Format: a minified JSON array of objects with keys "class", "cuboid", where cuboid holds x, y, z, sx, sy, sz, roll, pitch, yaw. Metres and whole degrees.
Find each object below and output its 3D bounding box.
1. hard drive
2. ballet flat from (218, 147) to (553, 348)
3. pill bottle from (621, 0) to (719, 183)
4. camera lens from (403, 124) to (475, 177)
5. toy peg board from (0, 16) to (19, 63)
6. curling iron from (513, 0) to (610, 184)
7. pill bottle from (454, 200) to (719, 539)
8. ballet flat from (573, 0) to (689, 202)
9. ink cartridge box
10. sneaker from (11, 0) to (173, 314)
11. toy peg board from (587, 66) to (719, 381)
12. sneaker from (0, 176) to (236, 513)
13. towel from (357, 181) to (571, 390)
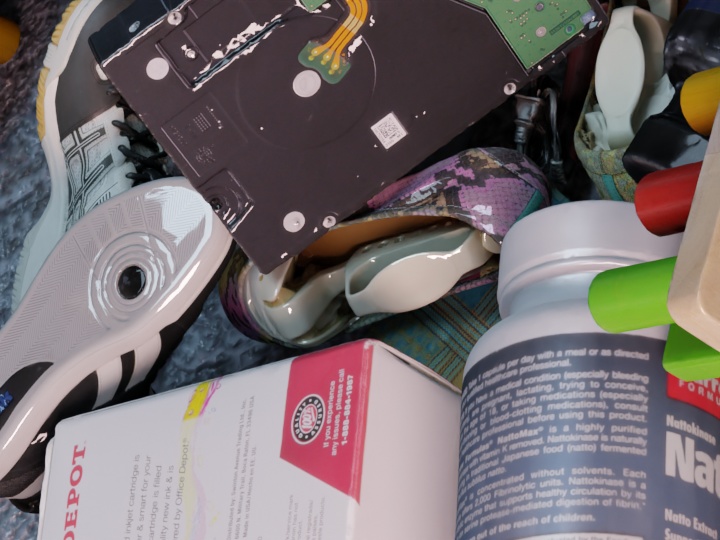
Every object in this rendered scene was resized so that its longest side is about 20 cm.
[{"class":"hard drive","cuboid":[-0.004,-0.109,1.301,0.200,0.140,0.038,-36,32,4]},{"class":"ballet flat","cuboid":[0.000,0.000,1.347,0.199,0.069,0.071,-21,24,35]},{"class":"pill bottle","cuboid":[0.202,-0.107,1.256,0.112,0.112,0.201,28,82,46]},{"class":"camera lens","cuboid":[-0.029,-0.143,1.436,0.159,0.160,0.201,-31,46,20]},{"class":"toy peg board","cuboid":[-0.259,-0.169,1.706,0.199,0.098,0.200,14,86,45]},{"class":"curling iron","cuboid":[0.110,-0.121,1.388,0.025,0.050,0.201,5,51,22]},{"class":"pill bottle","cuboid":[0.099,0.079,1.200,0.119,0.119,0.201,-15,57,32]},{"class":"ballet flat","cuboid":[0.138,-0.117,1.349,0.070,0.071,0.201,-9,57,35]},{"class":"ink cartridge box","cuboid":[-0.051,0.128,1.304,0.199,0.085,0.149,-16,58,40]},{"class":"sneaker","cuboid":[-0.117,-0.047,1.481,0.087,0.075,0.201,17,106,38]},{"class":"toy peg board","cuboid":[0.192,-0.023,1.157,0.098,0.199,0.200,-13,53,51]},{"class":"sneaker","cuboid":[-0.115,0.037,1.416,0.200,0.112,0.073,-43,58,16]},{"class":"towel","cuboid":[0.048,0.055,1.340,0.200,0.022,0.147,-49,42,4]}]
